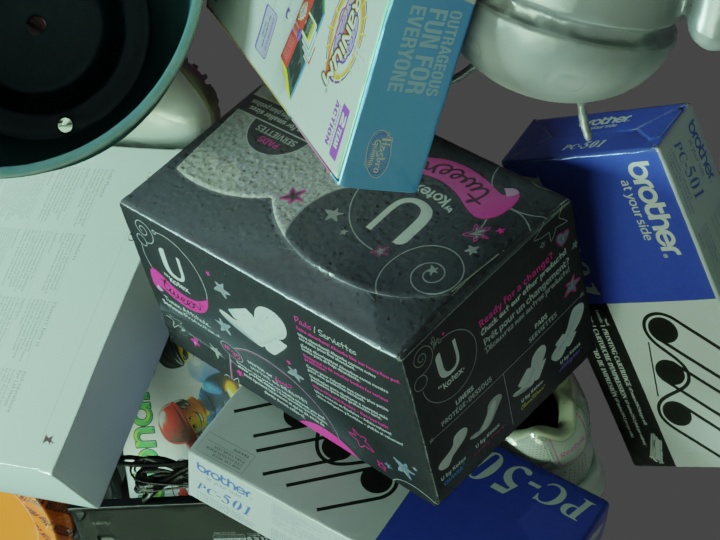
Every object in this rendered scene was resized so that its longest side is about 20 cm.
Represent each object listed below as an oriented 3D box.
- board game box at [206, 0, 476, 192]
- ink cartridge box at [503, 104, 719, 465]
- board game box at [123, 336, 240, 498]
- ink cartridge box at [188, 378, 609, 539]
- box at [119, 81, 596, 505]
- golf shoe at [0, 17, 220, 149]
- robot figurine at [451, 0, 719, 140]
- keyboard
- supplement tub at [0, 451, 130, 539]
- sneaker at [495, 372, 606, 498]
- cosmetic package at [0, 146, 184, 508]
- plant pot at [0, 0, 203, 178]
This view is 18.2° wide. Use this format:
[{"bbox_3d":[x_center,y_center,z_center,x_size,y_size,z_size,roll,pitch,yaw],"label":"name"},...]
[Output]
[{"bbox_3d":[-0.007,-0.148,1.028,0.200,0.040,0.153,-124,45,-53],"label":"board game box"},{"bbox_3d":[0.156,0.012,1.164,0.094,0.044,0.200,-3,124,38],"label":"ink cartridge box"},{"bbox_3d":[-0.070,0.112,1.276,0.126,0.035,0.200,-5,97,21],"label":"board game box"},{"bbox_3d":[0.018,0.118,1.166,0.200,0.094,0.044,27,144,16],"label":"ink cartridge box"},{"bbox_3d":[0.000,0.000,1.141,0.200,0.132,0.115,29,150,34],"label":"box"},{"bbox_3d":[-0.177,-0.101,1.288,0.200,0.092,0.073,20,133,19],"label":"golf shoe"},{"bbox_3d":[0.100,-0.158,0.986,0.169,0.113,0.200,30,118,25],"label":"robot figurine"},{"bbox_3d":[-0.061,0.137,1.248,0.200,0.040,0.104,-4,121,17],"label":"keyboard"},{"bbox_3d":[-0.166,0.081,1.358,0.122,0.200,0.123,20,135,21],"label":"supplement tub"},{"bbox_3d":[0.060,0.044,1.219,0.200,0.081,0.088,42,154,21],"label":"sneaker"},{"bbox_3d":[-0.178,0.025,1.255,0.151,0.200,0.052,4,154,36],"label":"cosmetic package"},{"bbox_3d":[-0.176,-0.137,1.158,0.200,0.200,0.188,39,176,1],"label":"plant pot"}]
